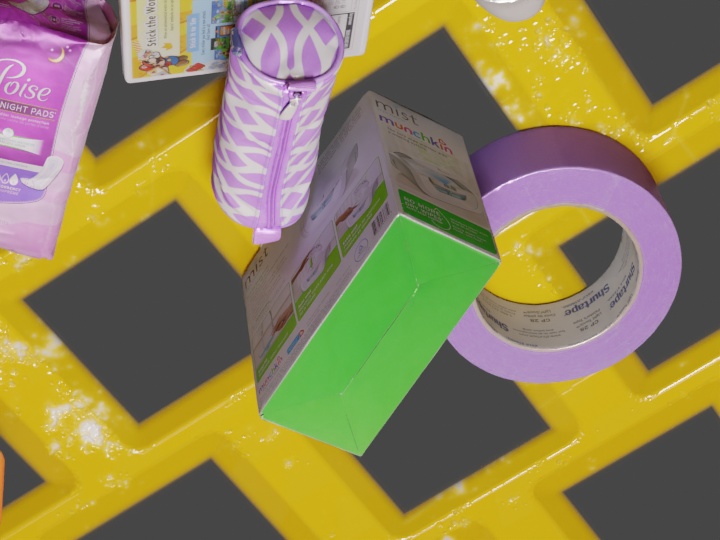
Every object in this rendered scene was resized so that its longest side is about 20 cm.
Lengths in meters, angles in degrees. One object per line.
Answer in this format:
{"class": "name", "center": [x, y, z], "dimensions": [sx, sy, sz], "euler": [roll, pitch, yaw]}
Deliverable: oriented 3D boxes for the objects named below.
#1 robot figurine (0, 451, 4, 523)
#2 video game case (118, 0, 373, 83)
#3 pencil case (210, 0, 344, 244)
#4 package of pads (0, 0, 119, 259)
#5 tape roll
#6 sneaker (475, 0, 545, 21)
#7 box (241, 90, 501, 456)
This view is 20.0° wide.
{"class": "robot figurine", "center": [-0.366, 0.167, 1.629], "dimensions": [0.143, 0.117, 0.201], "euler": [-12, 131, -38]}
{"class": "video game case", "center": [-0.078, -0.198, 1.416], "dimensions": [0.180, 0.023, 0.200], "euler": [-8, 157, -9]}
{"class": "pencil case", "center": [-0.060, -0.109, 1.467], "dimensions": [0.083, 0.086, 0.201], "euler": [-12, 152, -16]}
{"class": "package of pads", "center": [-0.258, -0.111, 1.486], "dimensions": [0.119, 0.076, 0.201], "euler": [11, 121, -17]}
{"class": "tape roll", "center": [0.149, -0.011, 1.611], "dimensions": [0.198, 0.066, 0.202], "euler": [-4, 124, -6]}
{"class": "sneaker", "center": [0.093, -0.223, 1.422], "dimensions": [0.076, 0.081, 0.200], "euler": [-15, 151, 9]}
{"class": "box", "center": [0.000, 0.000, 1.531], "dimensions": [0.096, 0.177, 0.201], "euler": [24, 117, -22]}
